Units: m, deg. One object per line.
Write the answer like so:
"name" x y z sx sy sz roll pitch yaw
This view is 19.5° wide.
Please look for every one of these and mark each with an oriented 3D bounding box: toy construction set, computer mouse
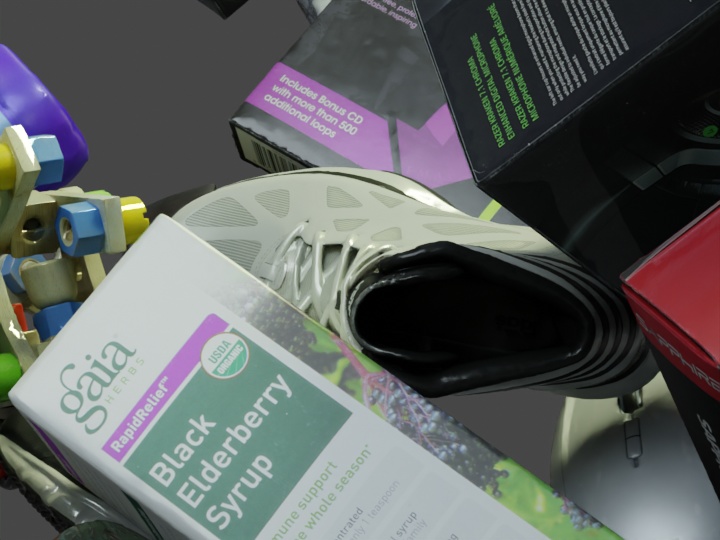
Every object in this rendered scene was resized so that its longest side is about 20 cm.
"toy construction set" -0.141 0.020 0.848 0.092 0.131 0.200 -13 -1 -18
"computer mouse" 0.103 0.059 0.750 0.109 0.044 0.200 -18 44 12

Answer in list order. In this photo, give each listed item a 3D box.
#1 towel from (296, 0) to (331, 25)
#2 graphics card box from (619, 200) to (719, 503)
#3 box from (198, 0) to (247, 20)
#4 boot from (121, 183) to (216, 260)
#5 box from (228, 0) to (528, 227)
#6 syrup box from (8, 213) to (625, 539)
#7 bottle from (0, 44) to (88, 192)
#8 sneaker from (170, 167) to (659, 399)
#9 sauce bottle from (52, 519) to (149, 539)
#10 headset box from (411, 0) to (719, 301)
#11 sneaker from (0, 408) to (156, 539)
"towel" 0.036 -0.175 0.982 0.165 0.086 0.200 -28 44 4
"graphics card box" 0.163 0.041 0.620 0.125 0.200 0.051 -37 43 -9
"box" -0.030 -0.230 0.892 0.200 0.160 0.044 -43 46 -9
"boot" -0.014 0.030 0.826 0.188 0.069 0.200 -17 46 10
"box" 0.064 -0.092 0.834 0.143 0.036 0.200 30 69 23
"syrup box" -0.008 0.076 0.666 0.200 0.081 0.079 35 76 16
"bottle" -0.227 -0.023 0.993 0.200 0.065 0.084 -38 44 -8
"sneaker" 0.000 0.000 0.726 0.200 0.115 0.076 9 90 24
"sauce bottle" -0.131 0.172 0.712 0.200 0.065 0.065 -51 37 23
"headset box" 0.140 -0.065 0.646 0.200 0.174 0.093 -38 43 22
"sneaker" -0.037 0.091 0.746 0.200 0.074 0.080 26 75 15
